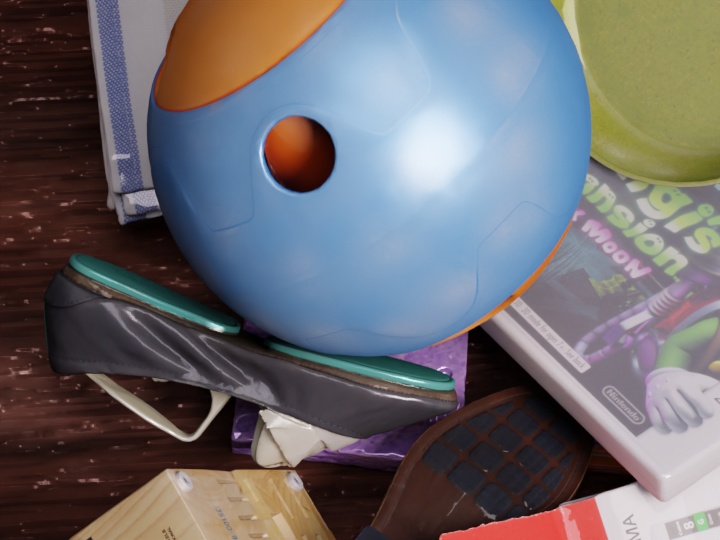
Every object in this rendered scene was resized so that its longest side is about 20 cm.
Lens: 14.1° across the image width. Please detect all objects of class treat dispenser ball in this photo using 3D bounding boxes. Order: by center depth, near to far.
[{"bbox_3d":[0.004,-0.062,1.306,0.200,0.201,0.202,2,67,-4],"label":"treat dispenser ball"}]

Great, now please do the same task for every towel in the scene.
[{"bbox_3d":[-0.034,-0.108,1.413,0.199,0.024,0.148,-8,95,-4],"label":"towel"}]

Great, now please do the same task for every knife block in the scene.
[{"bbox_3d":[-0.115,0.162,1.319,0.175,0.200,0.064,-36,74,18],"label":"knife block"}]

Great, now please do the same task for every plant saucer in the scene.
[{"bbox_3d":[0.167,-0.138,1.394,0.199,0.031,0.201,-4,84,35],"label":"plant saucer"}]

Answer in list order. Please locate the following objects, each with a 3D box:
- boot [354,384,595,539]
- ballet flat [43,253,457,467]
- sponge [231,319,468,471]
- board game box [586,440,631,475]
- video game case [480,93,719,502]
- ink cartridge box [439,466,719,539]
[{"bbox_3d":[0.035,0.134,1.359,0.075,0.097,0.200,38,48,13],"label":"boot"},{"bbox_3d":[-0.056,0.052,1.360,0.199,0.073,0.073,18,67,2],"label":"ballet flat"},{"bbox_3d":[0.000,0.000,1.429,0.111,0.030,0.201,5,68,-1],"label":"sponge"},{"bbox_3d":[0.207,0.055,1.419,0.199,0.019,0.103,5,76,-2],"label":"board game box"},{"bbox_3d":[0.149,-0.003,1.383,0.181,0.023,0.200,-31,54,-20],"label":"video game case"},{"bbox_3d":[0.148,0.170,1.312,0.199,0.050,0.162,-8,74,-36],"label":"ink cartridge box"}]
